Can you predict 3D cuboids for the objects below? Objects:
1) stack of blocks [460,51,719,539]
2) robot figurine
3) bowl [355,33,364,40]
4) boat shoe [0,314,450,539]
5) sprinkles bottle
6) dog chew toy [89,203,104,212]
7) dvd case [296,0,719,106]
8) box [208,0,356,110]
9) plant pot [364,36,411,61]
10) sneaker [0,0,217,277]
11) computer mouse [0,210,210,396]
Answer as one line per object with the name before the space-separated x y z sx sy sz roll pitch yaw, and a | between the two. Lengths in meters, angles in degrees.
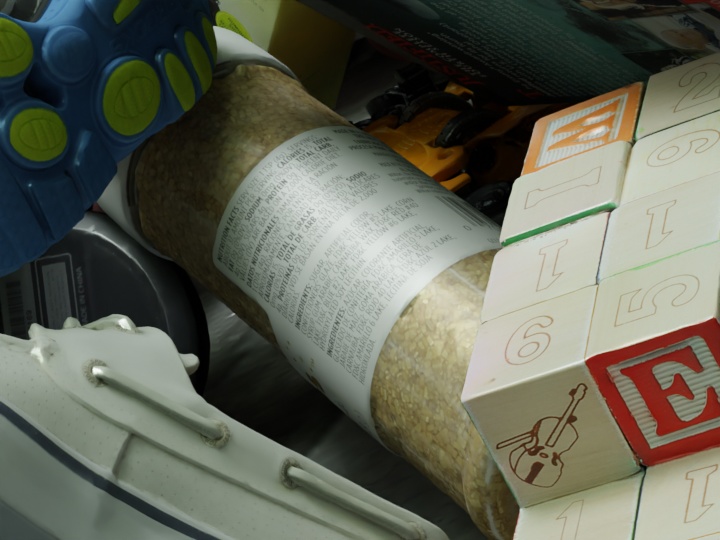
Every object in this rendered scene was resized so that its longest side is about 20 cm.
stack of blocks | 0.072 0.054 0.533 0.058 0.116 0.200 -19 28 24
robot figurine | 0.076 -0.054 0.801 0.199 0.058 0.145 -35 25 -11
bowl | -0.028 -0.149 0.965 0.200 0.201 0.095 -25 42 12
boat shoe | -0.064 0.047 0.609 0.071 0.199 0.070 -52 15 51
sprinkles bottle | 0.000 0.000 0.701 0.068 0.068 0.200 -37 45 -15
dog chew toy | -0.117 -0.055 0.956 0.124 0.125 0.200 -27 16 8
dvd case | 0.045 -0.080 0.641 0.199 0.145 0.022 -1 69 56
box | -0.032 -0.109 0.784 0.050 0.075 0.200 -37 -16 -24
plant pot | 0.037 -0.196 0.813 0.200 0.178 0.201 -28 25 15
sneaker | -0.105 -0.041 0.658 0.082 0.071 0.200 -13 14 25
computer mouse | -0.122 0.026 0.834 0.199 0.140 0.053 -4 -2 33
